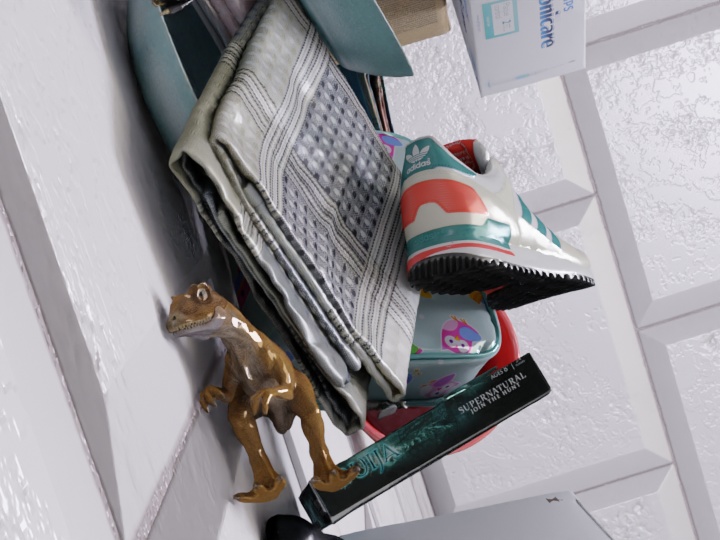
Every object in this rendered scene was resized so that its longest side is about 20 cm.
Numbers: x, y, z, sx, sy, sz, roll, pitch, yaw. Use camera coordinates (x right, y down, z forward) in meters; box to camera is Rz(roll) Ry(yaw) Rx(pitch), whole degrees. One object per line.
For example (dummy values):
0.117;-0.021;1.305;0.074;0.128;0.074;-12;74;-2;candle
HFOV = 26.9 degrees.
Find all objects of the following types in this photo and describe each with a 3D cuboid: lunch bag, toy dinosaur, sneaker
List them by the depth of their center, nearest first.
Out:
-0.041;0.065;0.755;0.200;0.060;0.106;69;3;-64;toy dinosaur
0.083;-0.032;0.913;0.200;0.070;0.094;11;66;-59;sneaker
0.000;0.000;0.977;0.077;0.160;0.200;-53;-135;44;lunch bag

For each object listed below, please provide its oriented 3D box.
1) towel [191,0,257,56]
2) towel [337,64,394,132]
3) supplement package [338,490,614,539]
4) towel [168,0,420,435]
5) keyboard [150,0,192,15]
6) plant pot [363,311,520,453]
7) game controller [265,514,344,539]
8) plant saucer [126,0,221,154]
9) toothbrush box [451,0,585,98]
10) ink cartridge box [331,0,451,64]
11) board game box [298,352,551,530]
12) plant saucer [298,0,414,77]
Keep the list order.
-0.070;-0.166;0.928;0.200;0.032;0.191;59;12;-29;towel
-0.030;-0.083;1.218;0.200;0.022;0.147;-10;-84;56;towel
0.087;0.225;0.851;0.200;0.155;0.111;-134;-144;-70;supplement package
-0.020;-0.039;0.815;0.193;0.034;0.200;60;27;-27;towel
-0.068;-0.188;0.755;0.021;0.200;0.127;-32;-109;50;keyboard
0.064;0.116;1.619;0.177;0.200;0.201;98;-24;-72;plant pot
-0.008;0.222;0.766;0.104;0.042;0.201;41;28;-58;game controller
-0.089;-0.095;0.861;0.201;0.039;0.201;63;8;-17;plant saucer
0.095;-0.249;1.074;0.146;0.085;0.201;69;5;-69;toothbrush box
-0.038;-0.208;1.127;0.165;0.199;0.075;64;9;-80;ink cartridge box
0.029;0.103;0.866;0.028;0.135;0.200;59;-9;8;board game box
-0.036;-0.192;0.903;0.200;0.036;0.200;56;2;-3;plant saucer
